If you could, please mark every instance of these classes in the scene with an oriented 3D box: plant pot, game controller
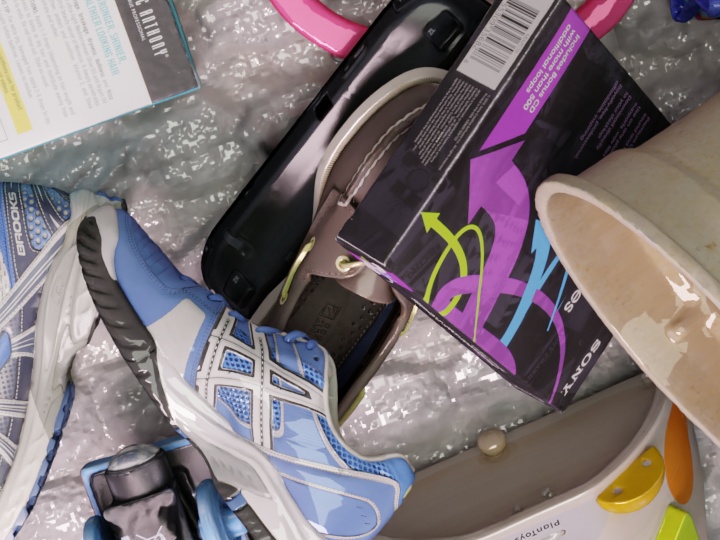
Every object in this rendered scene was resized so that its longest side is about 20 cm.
[{"bbox_3d":[0.210,-0.023,1.174,0.183,0.200,0.201,-42,103,-8],"label":"plant pot"},{"bbox_3d":[0.013,-0.043,1.280,0.104,0.042,0.200,29,114,-24],"label":"game controller"}]

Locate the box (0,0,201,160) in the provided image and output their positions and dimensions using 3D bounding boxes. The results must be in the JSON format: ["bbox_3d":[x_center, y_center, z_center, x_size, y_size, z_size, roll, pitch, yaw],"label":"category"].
[{"bbox_3d":[-0.182,-0.093,1.261,0.199,0.049,0.083,-20,103,-2],"label":"box"}]

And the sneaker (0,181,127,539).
[{"bbox_3d":[-0.178,0.050,1.285,0.085,0.077,0.201,18,90,-3],"label":"sneaker"}]

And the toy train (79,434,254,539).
[{"bbox_3d":[-0.072,0.168,1.291,0.086,0.114,0.201,-18,102,9],"label":"toy train"}]

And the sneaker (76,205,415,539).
[{"bbox_3d":[-0.055,0.048,1.216,0.077,0.076,0.200,-38,86,-1],"label":"sneaker"}]

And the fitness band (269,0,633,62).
[{"bbox_3d":[0.043,-0.166,1.280,0.199,0.037,0.144,2,100,-8],"label":"fitness band"}]

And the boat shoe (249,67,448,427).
[{"bbox_3d":[0.000,0.000,1.244,0.072,0.060,0.200,21,117,-21],"label":"boat shoe"}]

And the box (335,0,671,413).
[{"bbox_3d":[0.083,-0.030,1.238,0.143,0.036,0.200,-57,146,-4],"label":"box"}]

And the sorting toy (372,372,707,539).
[{"bbox_3d":[0.101,0.164,1.333,0.199,0.107,0.180,-24,122,-1],"label":"sorting toy"}]

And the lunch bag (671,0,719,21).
[{"bbox_3d":[0.219,-0.225,1.261,0.150,0.094,0.201,-6,94,-5],"label":"lunch bag"}]
